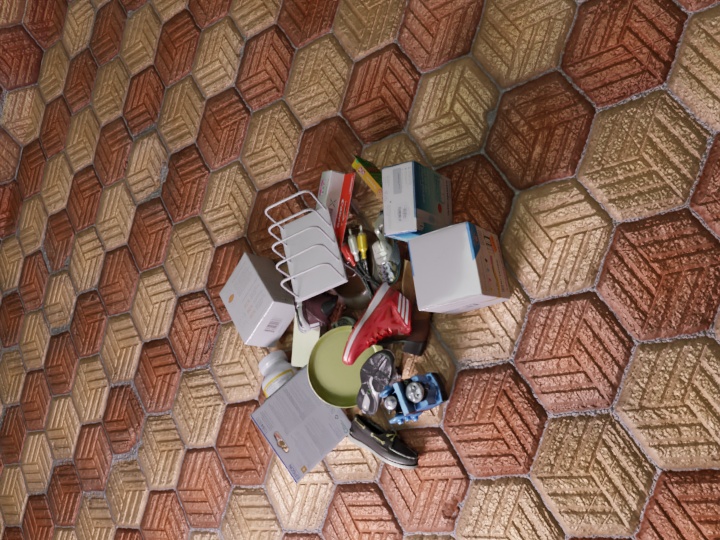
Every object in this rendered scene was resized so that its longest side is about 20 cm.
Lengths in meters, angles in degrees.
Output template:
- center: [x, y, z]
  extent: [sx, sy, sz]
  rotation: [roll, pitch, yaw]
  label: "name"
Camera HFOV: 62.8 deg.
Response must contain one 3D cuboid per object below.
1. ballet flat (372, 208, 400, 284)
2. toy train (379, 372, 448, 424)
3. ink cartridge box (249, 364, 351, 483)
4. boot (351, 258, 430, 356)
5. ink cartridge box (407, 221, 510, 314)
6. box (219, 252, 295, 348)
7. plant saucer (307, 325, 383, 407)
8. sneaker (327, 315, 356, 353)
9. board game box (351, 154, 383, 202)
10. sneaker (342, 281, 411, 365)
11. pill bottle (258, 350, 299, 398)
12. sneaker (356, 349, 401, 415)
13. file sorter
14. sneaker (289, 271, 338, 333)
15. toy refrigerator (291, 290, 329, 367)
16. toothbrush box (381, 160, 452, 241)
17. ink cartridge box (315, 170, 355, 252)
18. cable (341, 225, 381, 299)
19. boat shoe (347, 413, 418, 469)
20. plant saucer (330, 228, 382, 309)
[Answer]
- center: [0.055, -0.063, 1.384]
  extent: [0.070, 0.072, 0.206]
  rotation: [-20, 49, 30]
  label: "ballet flat"
- center: [0.118, 0.274, 1.289]
  extent: [0.112, 0.199, 0.089]
  rotation: [-30, 70, 15]
  label: "toy train"
- center: [-0.142, 0.366, 1.430]
  extent: [0.199, 0.198, 0.043]
  rotation: [55, 153, -1]
  label: "ink cartridge box"
- center: [0.085, 0.076, 1.365]
  extent: [0.182, 0.068, 0.207]
  rotation: [14, 95, 8]
  label: "boot"
- center: [0.211, 0.001, 1.242]
  extent: [0.141, 0.198, 0.153]
  rotation: [-16, 77, 28]
  label: "ink cartridge box"
- center: [-0.275, 0.080, 1.601]
  extent: [0.154, 0.105, 0.201]
  rotation: [-52, 51, 19]
  label: "box"
- center: [-0.034, 0.229, 1.429]
  extent: [0.192, 0.031, 0.208]
  rotation: [-2, 101, -9]
  label: "plant saucer"
- center: [-0.064, 0.214, 1.476]
  extent: [0.075, 0.088, 0.208]
  rotation: [5, 89, 33]
  label: "sneaker"
- center: [0.053, -0.201, 1.427]
  extent: [0.030, 0.094, 0.202]
  rotation: [-45, 64, 21]
  label: "board game box"
- center: [0.047, 0.138, 1.304]
  extent: [0.113, 0.078, 0.204]
  rotation: [29, 86, 9]
  label: "sneaker"
- center: [-0.190, 0.317, 1.539]
  extent: [0.112, 0.111, 0.203]
  rotation: [-43, 64, 23]
  label: "pill bottle"
- center: [0.054, 0.233, 1.363]
  extent: [0.075, 0.115, 0.204]
  rotation: [33, 133, 17]
  label: "sneaker"
- center: [-0.133, -0.059, 1.383]
  extent: [0.135, 0.124, 0.206]
  rotation: [-22, 66, 12]
  label: "file sorter"
- center: [-0.114, 0.051, 1.474]
  extent: [0.111, 0.076, 0.207]
  rotation: [-8, 71, -11]
  label: "sneaker"
- center: [-0.128, 0.145, 1.532]
  extent: [0.073, 0.070, 0.208]
  rotation: [2, 86, 15]
  label: "toy refrigerator"
- center: [0.130, -0.142, 1.309]
  extent: [0.083, 0.198, 0.152]
  rotation: [-6, 82, 31]
  label: "toothbrush box"
- center: [-0.075, -0.148, 1.487]
  extent: [0.173, 0.042, 0.208]
  rotation: [-162, 82, -71]
  label: "ink cartridge box"
- center: [0.000, 0.000, 1.431]
  extent: [0.095, 0.050, 0.206]
  rotation: [-27, 72, 27]
  label: "cable"
- center: [0.055, 0.403, 1.391]
  extent: [0.197, 0.071, 0.063]
  rotation: [17, 95, 34]
  label: "boat shoe"
- center: [-0.016, -0.005, 1.494]
  extent: [0.195, 0.036, 0.209]
  rotation: [-3, 84, 33]
  label: "plant saucer"
